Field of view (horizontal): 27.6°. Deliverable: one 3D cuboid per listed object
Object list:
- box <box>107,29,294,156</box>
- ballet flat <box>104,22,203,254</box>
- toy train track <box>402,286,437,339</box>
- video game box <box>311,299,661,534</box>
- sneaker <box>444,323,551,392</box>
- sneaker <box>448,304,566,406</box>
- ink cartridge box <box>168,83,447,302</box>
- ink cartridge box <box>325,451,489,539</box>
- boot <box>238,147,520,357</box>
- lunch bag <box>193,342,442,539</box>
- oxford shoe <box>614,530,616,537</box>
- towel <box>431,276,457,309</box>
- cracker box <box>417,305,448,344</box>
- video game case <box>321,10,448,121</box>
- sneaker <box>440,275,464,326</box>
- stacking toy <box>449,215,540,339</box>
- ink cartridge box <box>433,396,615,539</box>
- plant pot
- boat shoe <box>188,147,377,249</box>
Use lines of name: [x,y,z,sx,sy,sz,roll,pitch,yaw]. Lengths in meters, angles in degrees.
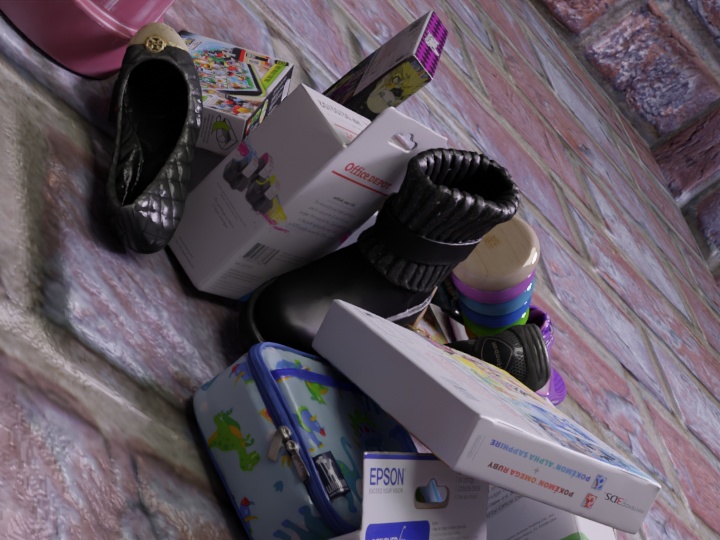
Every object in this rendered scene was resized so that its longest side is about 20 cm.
box: [-0.127,-0.149,1.214,0.109,0.035,0.200,17,22,2]
ballet flat: [-0.150,-0.105,1.068,0.057,0.065,0.202,87,1,-58]
toy train track: [0.055,0.075,1.199,0.199,0.116,0.032,29,3,30]
video game box: [0.084,0.100,1.022,0.181,0.047,0.200,21,9,-34]
sneaker: [0.091,0.109,1.323,0.200,0.113,0.077,115,-34,-66]
sneaker: [0.182,0.086,1.609,0.200,0.088,0.081,42,22,-40]
ink cartridge box: [-0.042,-0.066,1.111,0.068,0.200,0.115,54,16,23]
ink cartridge box: [0.029,0.219,0.940,0.197,0.046,0.203,15,72,-61]
boot: [0.014,-0.011,1.100,0.210,0.158,0.080,-26,73,-45]
lunch bag: [-0.024,0.135,1.027,0.199,0.082,0.162,25,33,-59]
oxford shoe: [0.219,0.258,1.438,0.071,0.073,0.201,49,20,-20]
towel: [0.044,-0.038,1.405,0.200,0.021,0.148,-162,-130,-80]
cracker box: [0.000,0.000,1.341,0.134,0.057,0.202,24,38,-61]
video game case: [0.001,-0.169,1.429,0.036,0.180,0.200,51,19,-12]
sneaker: [0.096,-0.021,1.430,0.098,0.070,0.202,-121,-167,-45]
stacking toy: [0.125,0.038,1.379,0.201,0.084,0.086,83,-9,-51]
ink cartridge box: [0.122,0.218,1.147,0.084,0.145,0.201,46,21,-29]
plant pot: [-0.190,-0.281,1.140,0.200,0.178,0.201,48,19,-23]
boat shoe: [-0.065,-0.065,1.222,0.198,0.071,0.070,17,24,-27]
